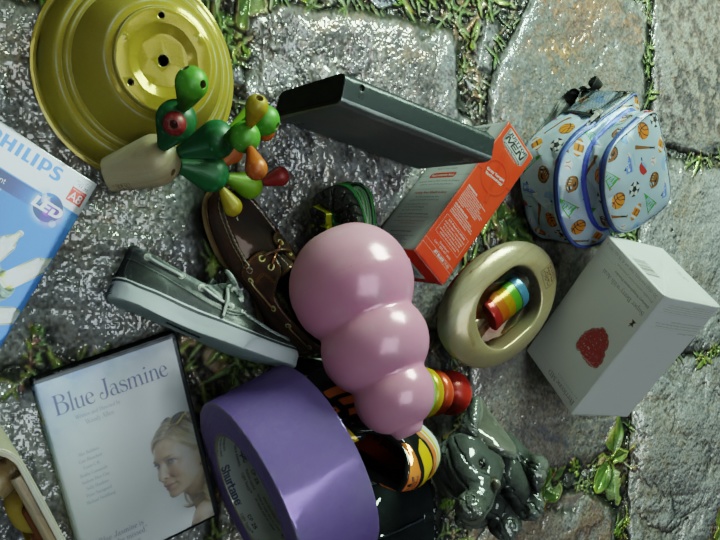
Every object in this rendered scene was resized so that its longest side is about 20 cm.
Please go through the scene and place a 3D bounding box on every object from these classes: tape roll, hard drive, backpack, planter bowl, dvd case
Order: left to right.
[{"bbox_3d":[-0.224,0.176,0.748,0.141,0.017,0.204,-18,103,-31],"label":"dvd case"},{"bbox_3d":[-0.192,-0.187,0.704,0.197,0.083,0.205,-3,95,-34],"label":"planter bowl"},{"bbox_3d":[-0.073,0.202,0.742,0.084,0.199,0.204,-23,106,-28],"label":"tape roll"},{"bbox_3d":[0.027,-0.153,0.817,0.197,0.139,0.034,13,86,-33],"label":"hard drive"},{"bbox_3d":[0.303,-0.123,1.006,0.189,0.154,0.203,-31,113,-16],"label":"backpack"}]

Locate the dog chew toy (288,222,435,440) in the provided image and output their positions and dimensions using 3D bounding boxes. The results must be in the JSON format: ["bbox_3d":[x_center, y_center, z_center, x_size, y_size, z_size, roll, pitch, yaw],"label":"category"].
[{"bbox_3d":[0.009,0.060,0.727,0.123,0.124,0.203,-13,74,-31],"label":"dog chew toy"}]

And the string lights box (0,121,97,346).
[{"bbox_3d":[-0.322,-0.014,0.645,0.102,0.059,0.203,34,75,-29],"label":"string lights box"}]

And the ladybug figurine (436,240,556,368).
[{"bbox_3d":[0.168,0.039,0.966,0.198,0.071,0.138,-31,109,-27],"label":"ladybug figurine"}]

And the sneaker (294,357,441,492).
[{"bbox_3d":[-0.015,0.150,0.763,0.071,0.198,0.090,-64,162,10],"label":"sneaker"}]

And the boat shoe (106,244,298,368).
[{"bbox_3d":[-0.144,0.036,0.755,0.196,0.074,0.069,24,72,-13],"label":"boat shoe"}]

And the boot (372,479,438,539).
[{"bbox_3d":[0.017,0.259,0.884,0.160,0.073,0.203,-2,93,-36],"label":"boot"}]

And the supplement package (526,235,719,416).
[{"bbox_3d":[0.335,0.077,0.998,0.118,0.122,0.202,8,124,-33],"label":"supplement package"}]

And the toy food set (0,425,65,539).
[{"bbox_3d":[-0.288,0.214,0.634,0.060,0.143,0.203,-28,109,-28],"label":"toy food set"}]

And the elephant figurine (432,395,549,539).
[{"bbox_3d":[0.128,0.218,0.871,0.200,0.153,0.144,41,66,-45],"label":"elephant figurine"}]

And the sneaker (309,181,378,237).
[{"bbox_3d":[0.000,0.000,0.850,0.085,0.077,0.204,-33,126,-56],"label":"sneaker"}]

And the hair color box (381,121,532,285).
[{"bbox_3d":[0.106,-0.080,0.899,0.061,0.101,0.201,46,70,-26],"label":"hair color box"}]

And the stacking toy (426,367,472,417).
[{"bbox_3d":[0.063,0.140,0.894,0.198,0.084,0.087,9,89,-49],"label":"stacking toy"}]

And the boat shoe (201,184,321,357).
[{"bbox_3d":[-0.090,0.000,0.791,0.070,0.070,0.202,-43,115,-35],"label":"boat shoe"}]

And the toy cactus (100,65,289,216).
[{"bbox_3d":[-0.145,-0.099,0.678,0.162,0.200,0.104,-17,79,3],"label":"toy cactus"}]
